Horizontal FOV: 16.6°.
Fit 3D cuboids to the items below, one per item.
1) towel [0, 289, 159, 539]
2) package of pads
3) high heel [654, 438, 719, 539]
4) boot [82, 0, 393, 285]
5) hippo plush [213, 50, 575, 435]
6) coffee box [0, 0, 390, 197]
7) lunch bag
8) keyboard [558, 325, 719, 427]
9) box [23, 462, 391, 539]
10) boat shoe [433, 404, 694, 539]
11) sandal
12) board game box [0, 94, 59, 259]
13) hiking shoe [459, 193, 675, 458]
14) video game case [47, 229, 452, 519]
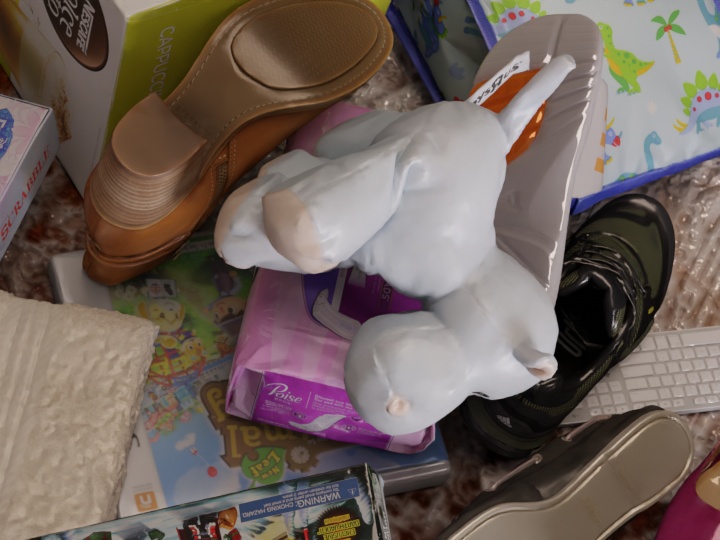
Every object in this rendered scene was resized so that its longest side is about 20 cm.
[{"bbox_3d":[-0.193,0.105,1.359,0.132,0.035,0.201,11,63,2],"label":"towel"},{"bbox_3d":[0.000,0.000,1.423,0.120,0.076,0.201,14,59,-3],"label":"package of pads"},{"bbox_3d":[0.230,0.098,1.411,0.067,0.096,0.200,27,51,23],"label":"high heel"},{"bbox_3d":[-0.078,-0.075,1.404,0.200,0.155,0.074,-30,75,-24],"label":"boot"},{"bbox_3d":[0.035,-0.004,1.332,0.199,0.159,0.161,-27,101,-10],"label":"hippo plush"},{"bbox_3d":[-0.111,-0.196,1.462,0.199,0.200,0.198,-24,69,-24],"label":"coffee box"},{"bbox_3d":[0.134,-0.136,1.527,0.169,0.128,0.201,-20,66,-23],"label":"lunch bag"},{"bbox_3d":[0.189,0.062,1.496,0.199,0.011,0.057,-5,62,-16],"label":"keyboard"},{"bbox_3d":[-0.076,0.187,1.256,0.199,0.040,0.138,-14,70,10],"label":"box"},{"bbox_3d":[0.105,0.142,1.414,0.200,0.057,0.067,-31,103,-22],"label":"boat shoe"},{"bbox_3d":[0.100,-0.045,1.417,0.079,0.059,0.208,3,75,30],"label":"sandal"},{"bbox_3d":[-0.300,-0.031,1.393,0.199,0.041,0.201,16,58,13],"label":"board game box"},{"bbox_3d":[0.140,0.022,1.441,0.076,0.101,0.200,37,58,-2],"label":"hiking shoe"},{"bbox_3d":[-0.065,0.057,1.434,0.199,0.022,0.183,-9,64,-18],"label":"video game case"}]
